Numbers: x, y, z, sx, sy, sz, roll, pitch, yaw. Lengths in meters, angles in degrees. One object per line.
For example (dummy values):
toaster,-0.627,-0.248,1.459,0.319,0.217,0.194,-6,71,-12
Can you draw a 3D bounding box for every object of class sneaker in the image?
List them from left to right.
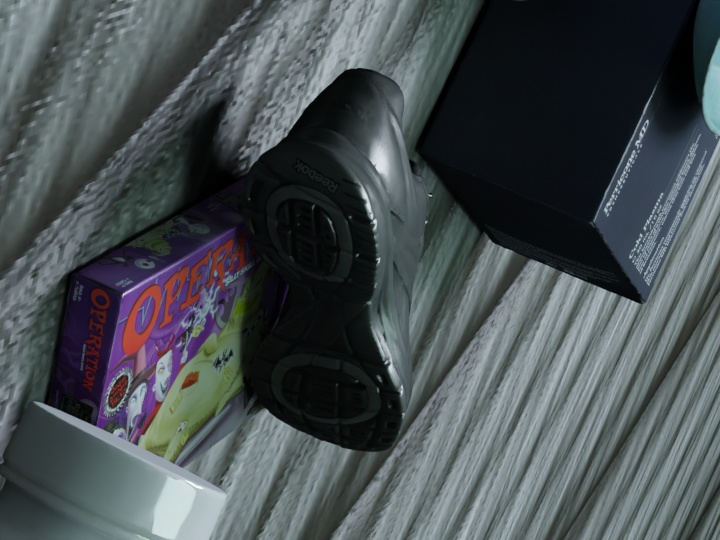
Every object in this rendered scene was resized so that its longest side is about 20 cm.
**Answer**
sneaker,0.000,0.000,1.012,0.201,0.075,0.091,93,20,-48

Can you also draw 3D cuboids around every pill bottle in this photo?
pill bottle,-0.127,0.156,0.863,0.201,0.111,0.111,-65,161,-4

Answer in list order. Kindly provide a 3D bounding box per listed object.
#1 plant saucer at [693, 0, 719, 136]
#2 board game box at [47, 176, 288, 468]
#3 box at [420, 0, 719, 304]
plant saucer,0.233,-0.158,1.201,0.199,0.036,0.201,-36,153,-22
board game box,-0.069,0.026,1.002,0.200,0.032,0.121,-35,139,-57
box,0.136,-0.109,1.275,0.201,0.103,0.182,-65,161,-7
